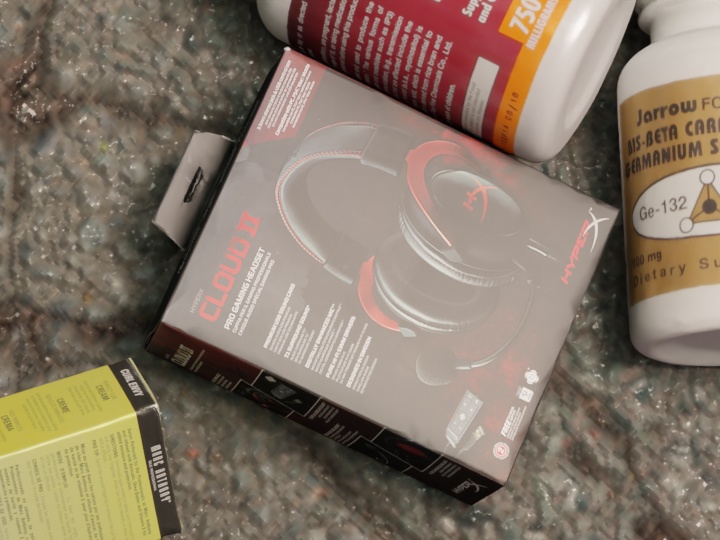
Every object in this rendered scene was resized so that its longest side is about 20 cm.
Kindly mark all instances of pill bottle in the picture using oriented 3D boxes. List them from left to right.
[{"bbox_3d":[0.024,-0.141,1.351,0.199,0.113,0.113,26,74,11],"label":"pill bottle"},{"bbox_3d":[0.181,-0.061,1.372,0.114,0.114,0.201,0,77,-11],"label":"pill bottle"}]

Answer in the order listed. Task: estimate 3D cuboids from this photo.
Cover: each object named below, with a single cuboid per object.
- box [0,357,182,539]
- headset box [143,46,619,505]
[{"bbox_3d":[-0.184,0.109,1.282,0.199,0.050,0.076,-19,122,-14],"label":"box"},{"bbox_3d":[0.000,0.000,1.343,0.199,0.075,0.149,26,74,-4],"label":"headset box"}]
